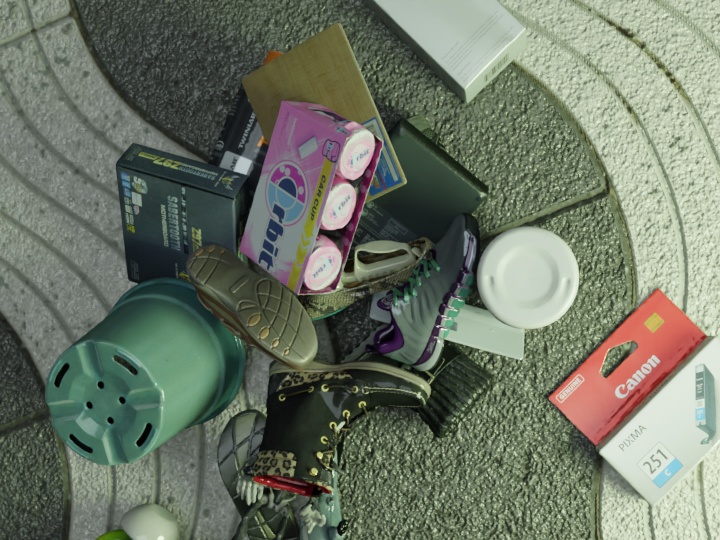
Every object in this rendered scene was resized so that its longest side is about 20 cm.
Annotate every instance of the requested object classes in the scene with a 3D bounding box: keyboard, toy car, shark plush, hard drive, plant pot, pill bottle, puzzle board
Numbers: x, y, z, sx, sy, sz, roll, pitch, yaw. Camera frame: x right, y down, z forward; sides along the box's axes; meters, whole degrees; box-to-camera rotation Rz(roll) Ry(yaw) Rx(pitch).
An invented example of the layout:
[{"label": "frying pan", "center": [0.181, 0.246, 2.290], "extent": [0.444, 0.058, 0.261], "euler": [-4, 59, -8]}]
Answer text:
[{"label": "keyboard", "center": [0.109, 0.061, 1.203], "extent": [0.198, 0.011, 0.057], "euler": [16, 58, -6]}, {"label": "toy car", "center": [-0.267, 0.404, 1.205], "extent": [0.199, 0.150, 0.176], "euler": [33, 92, 9]}, {"label": "shark plush", "center": [-0.030, 0.326, 1.211], "extent": [0.090, 0.083, 0.202], "euler": [21, 70, -22]}, {"label": "hard drive", "center": [0.040, -0.069, 1.188], "extent": [0.139, 0.033, 0.200], "euler": [37, 118, -13]}, {"label": "plant pot", "center": [-0.264, 0.129, 1.175], "extent": [0.198, 0.196, 0.202], "euler": [3, 103, 12]}, {"label": "pill bottle", "center": [0.192, 0.013, 1.137], "extent": [0.111, 0.200, 0.113], "euler": [-1, 86, 8]}, {"label": "pill bottle", "center": [-0.122, -0.175, 1.243], "extent": [0.105, 0.106, 0.202], "euler": [22, 90, 9]}, {"label": "puzzle board", "center": [-0.044, -0.167, 1.153], "extent": [0.150, 0.017, 0.201], "euler": [-23, 91, 28]}]

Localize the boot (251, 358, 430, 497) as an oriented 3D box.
[{"label": "boot", "center": [-0.026, 0.180, 1.112], "extent": [0.198, 0.073, 0.152], "euler": [5, 59, 14]}]

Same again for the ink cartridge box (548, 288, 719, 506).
[{"label": "ink cartridge box", "center": [0.360, 0.152, 1.183], "extent": [0.176, 0.045, 0.200], "euler": [45, 93, 7]}]

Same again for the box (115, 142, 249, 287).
[{"label": "box", "center": [-0.218, -0.049, 1.216], "extent": [0.156, 0.201, 0.051], "euler": [16, 45, 8]}]

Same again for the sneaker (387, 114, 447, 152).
[{"label": "sneaker", "center": [0.031, -0.096, 1.230], "extent": [0.199, 0.076, 0.115], "euler": [-36, 76, -1]}]

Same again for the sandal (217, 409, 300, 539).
[{"label": "sandal", "center": [-0.131, 0.275, 1.244], "extent": [0.079, 0.057, 0.203], "euler": [-13, 99, -2]}]

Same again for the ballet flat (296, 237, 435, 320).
[{"label": "ballet flat", "center": [0.000, 0.000, 1.172], "extent": [0.198, 0.076, 0.068], "euler": [-17, 46, 12]}]

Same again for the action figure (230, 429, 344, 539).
[{"label": "action figure", "center": [-0.094, 0.273, 1.168], "extent": [0.118, 0.102, 0.201], "euler": [24, 95, -5]}]

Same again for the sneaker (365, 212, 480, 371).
[{"label": "sneaker", "center": [0.071, 0.023, 1.113], "extent": [0.087, 0.075, 0.201], "euler": [12, 112, -14]}]

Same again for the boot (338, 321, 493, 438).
[{"label": "boot", "center": [0.045, 0.157, 1.211], "extent": [0.211, 0.079, 0.158], "euler": [-44, 82, 3]}]

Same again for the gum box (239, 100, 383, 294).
[{"label": "gum box", "center": [-0.057, -0.088, 1.112], "extent": [0.113, 0.066, 0.201], "euler": [34, 116, 37]}]

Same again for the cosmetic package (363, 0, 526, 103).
[{"label": "cosmetic package", "center": [0.103, -0.325, 1.233], "extent": [0.113, 0.081, 0.200], "euler": [-43, 81, 3]}]

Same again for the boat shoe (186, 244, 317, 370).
[{"label": "boat shoe", "center": [-0.127, 0.050, 1.161], "extent": [0.076, 0.072, 0.200], "euler": [-36, 66, -28]}]
